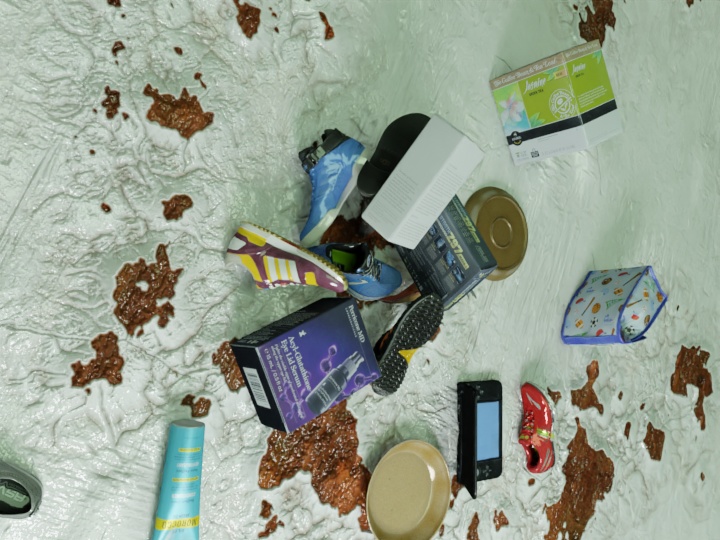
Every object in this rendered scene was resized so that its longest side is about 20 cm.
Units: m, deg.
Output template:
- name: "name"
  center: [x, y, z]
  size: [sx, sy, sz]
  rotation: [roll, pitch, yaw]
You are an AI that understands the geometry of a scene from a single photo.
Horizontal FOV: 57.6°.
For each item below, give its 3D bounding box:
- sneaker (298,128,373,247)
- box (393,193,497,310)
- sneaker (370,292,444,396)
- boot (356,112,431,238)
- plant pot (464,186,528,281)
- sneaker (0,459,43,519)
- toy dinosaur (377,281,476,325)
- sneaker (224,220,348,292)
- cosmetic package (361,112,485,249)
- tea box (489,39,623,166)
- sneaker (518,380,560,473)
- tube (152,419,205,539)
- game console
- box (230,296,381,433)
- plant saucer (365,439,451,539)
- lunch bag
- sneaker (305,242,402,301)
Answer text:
- name: "sneaker"
  center: [-0.073, -0.147, 1.112]
  size: [0.111, 0.077, 0.201]
  rotation: [34, 87, -8]
- name: "box"
  center: [0.135, -0.047, 1.153]
  size: [0.051, 0.158, 0.201]
  rotation: [-15, 67, -35]
- name: "sneaker"
  center: [0.067, 0.117, 1.153]
  size: [0.070, 0.090, 0.201]
  rotation: [29, 95, -27]
- name: "boot"
  center: [0.054, -0.164, 1.149]
  size: [0.069, 0.174, 0.200]
  rotation: [38, 78, 14]
- name: "plant pot"
  center: [0.291, -0.079, 1.385]
  size: [0.198, 0.027, 0.202]
  rotation: [2, 86, -34]
- name: "sneaker"
  center: [-0.480, 0.250, 0.802]
  size: [0.199, 0.082, 0.075]
  rotation: [31, 71, -29]
- name: "toy dinosaur"
  center: [0.154, 0.016, 1.241]
  size: [0.199, 0.105, 0.183]
  rotation: [32, 68, -27]
- name: "sneaker"
  center: [-0.118, 0.001, 1.040]
  size: [0.199, 0.075, 0.091]
  rotation: [28, 92, 6]
- name: "cosmetic package"
  center: [0.102, -0.139, 1.057]
  size: [0.201, 0.071, 0.101]
  rotation: [-53, 154, 12]
- name: "tea box"
  center: [0.407, -0.346, 1.373]
  size: [0.133, 0.199, 0.199]
  rotation: [-26, 101, -32]
- name: "sneaker"
  center: [0.370, 0.338, 1.392]
  size: [0.084, 0.077, 0.202]
  rotation: [-16, 96, -29]
- name: "tube"
  center: [-0.267, 0.326, 0.973]
  size: [0.077, 0.050, 0.202]
  rotation: [6, 89, -27]
- name: "game console"
  center: [0.248, 0.323, 1.281]
  size: [0.174, 0.116, 0.202]
  rotation: [3, 86, -34]
- name: "box"
  center: [-0.086, 0.146, 1.067]
  size: [0.199, 0.104, 0.149]
  rotation: [-27, 102, -32]
- name: "plant saucer"
  center: [0.083, 0.413, 1.211]
  size: [0.199, 0.035, 0.203]
  rotation: [3, 86, -35]
- name: "lunch bag"
  center: [0.565, 0.097, 1.481]
  size: [0.200, 0.169, 0.124]
  rotation: [-45, 107, -29]
- name: "sneaker"
  center: [0.000, 0.000, 1.135]
  size: [0.199, 0.089, 0.079]
  rotation: [15, 68, -36]
